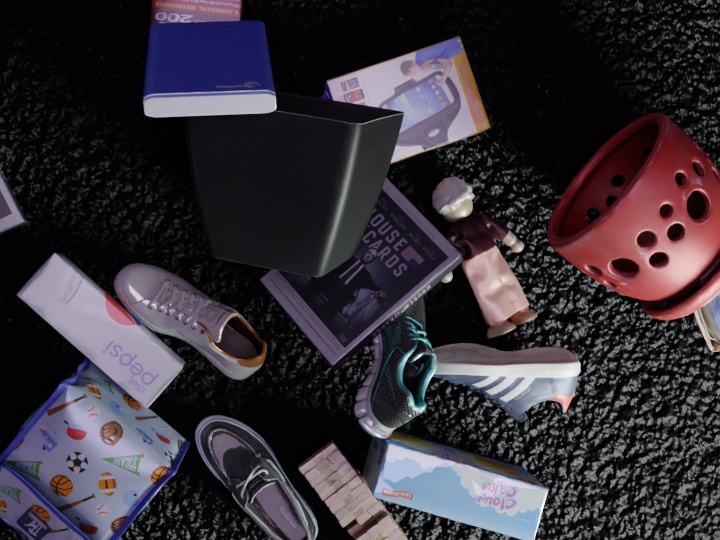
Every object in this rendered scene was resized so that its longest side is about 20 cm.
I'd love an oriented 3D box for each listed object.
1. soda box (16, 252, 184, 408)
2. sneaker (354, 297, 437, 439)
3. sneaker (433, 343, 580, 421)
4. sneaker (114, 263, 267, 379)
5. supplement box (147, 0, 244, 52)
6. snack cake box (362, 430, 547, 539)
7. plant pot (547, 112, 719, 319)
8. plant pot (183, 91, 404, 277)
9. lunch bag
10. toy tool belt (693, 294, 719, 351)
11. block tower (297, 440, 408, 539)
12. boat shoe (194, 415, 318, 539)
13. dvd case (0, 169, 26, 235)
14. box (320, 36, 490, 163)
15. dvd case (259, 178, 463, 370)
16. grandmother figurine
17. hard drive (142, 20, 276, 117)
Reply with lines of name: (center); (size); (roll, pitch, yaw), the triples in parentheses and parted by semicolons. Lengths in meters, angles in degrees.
soda box: (-0.301, 0.069, 1.246); (0.200, 0.063, 0.068); (43, 85, -5)
sneaker: (0.058, 0.098, 1.245); (0.077, 0.091, 0.201); (29, 54, -29)
sneaker: (0.167, 0.141, 1.301); (0.199, 0.075, 0.085); (3, 109, 2)
sneaker: (-0.191, 0.047, 1.241); (0.199, 0.085, 0.073); (34, 60, -10)
supplement box: (-0.192, -0.318, 1.258); (0.108, 0.061, 0.201); (4, 91, -7)
snack cake box: (0.109, 0.252, 1.270); (0.199, 0.115, 0.068); (17, 89, -7)
plant pot: (0.350, -0.054, 1.256); (0.182, 0.200, 0.201); (38, 86, -8)
plant pot: (-0.079, -0.100, 1.196); (0.199, 0.199, 0.179); (12, 104, 13)
lunch bag: (-0.325, 0.235, 1.219); (0.170, 0.124, 0.200); (42, 100, -5)
toy tool belt: (0.491, 0.064, 1.310); (0.125, 0.123, 0.200); (-35, 95, -5)
block tower: (0.003, 0.297, 1.289); (0.054, 0.058, 0.200); (-37, 96, -5)
boat shoe: (-0.119, 0.252, 1.265); (0.072, 0.071, 0.200); (-44, 94, -4)
dvd case: (-0.502, -0.114, 1.234); (0.150, 0.025, 0.201); (-27, 92, -6)
box: (0.046, -0.197, 1.298); (0.199, 0.041, 0.120); (-20, 93, -8)
dvd case: (0.000, 0.000, 1.267); (0.200, 0.025, 0.150); (-41, 65, -4)
grandmother figurine: (0.142, -0.020, 1.305); (0.121, 0.060, 0.201); (-24, 90, -33)
hard drive: (-0.163, -0.221, 1.141); (0.131, 0.200, 0.025); (-3, 124, -7)
